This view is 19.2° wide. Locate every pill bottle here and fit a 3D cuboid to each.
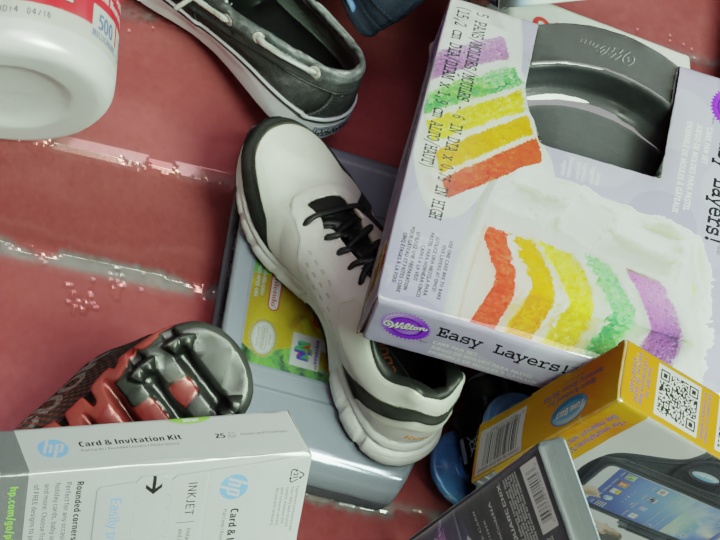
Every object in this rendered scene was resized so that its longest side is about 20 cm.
[{"bbox_3d":[-0.183,-0.182,1.152,0.111,0.112,0.202,9,65,-18],"label":"pill bottle"}]

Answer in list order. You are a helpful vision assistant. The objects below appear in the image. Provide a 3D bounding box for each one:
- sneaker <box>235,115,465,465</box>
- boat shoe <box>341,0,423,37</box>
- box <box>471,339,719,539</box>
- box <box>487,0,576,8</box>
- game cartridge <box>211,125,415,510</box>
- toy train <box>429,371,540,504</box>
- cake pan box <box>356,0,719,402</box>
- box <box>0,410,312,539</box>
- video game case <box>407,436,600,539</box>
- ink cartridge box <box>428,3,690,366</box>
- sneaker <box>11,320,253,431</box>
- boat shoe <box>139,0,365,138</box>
[{"bbox_3d":[0.000,0.000,1.129,0.073,0.080,0.201,-23,77,-26],"label":"sneaker"},{"bbox_3d":[-0.027,-0.211,1.227,0.084,0.069,0.200,33,17,-41],"label":"boat shoe"},{"bbox_3d":[0.169,0.116,1.075,0.199,0.119,0.042,31,51,-20],"label":"box"},{"bbox_3d":[0.081,-0.205,1.240,0.109,0.035,0.200,-8,29,-23],"label":"box"},{"bbox_3d":[-0.015,0.025,1.176,0.132,0.040,0.202,17,63,-19],"label":"game cartridge"},{"bbox_3d":[0.109,0.149,1.148,0.113,0.087,0.202,3,65,-30],"label":"toy train"},{"bbox_3d":[0.109,-0.033,1.099,0.183,0.052,0.201,18,60,-4],"label":"cake pan box"},{"bbox_3d":[-0.131,0.146,1.013,0.198,0.157,0.041,-3,33,-21],"label":"box"},{"bbox_3d":[0.075,0.181,1.048,0.019,0.200,0.144,-11,72,-25],"label":"video game case"},{"bbox_3d":[0.119,-0.040,1.211,0.143,0.084,0.202,15,62,-33],"label":"ink cartridge box"},{"bbox_3d":[-0.145,0.096,1.075,0.200,0.098,0.071,-35,96,-7],"label":"sneaker"},{"bbox_3d":[-0.074,-0.162,1.202,0.073,0.068,0.200,-31,71,-32],"label":"boat shoe"}]
